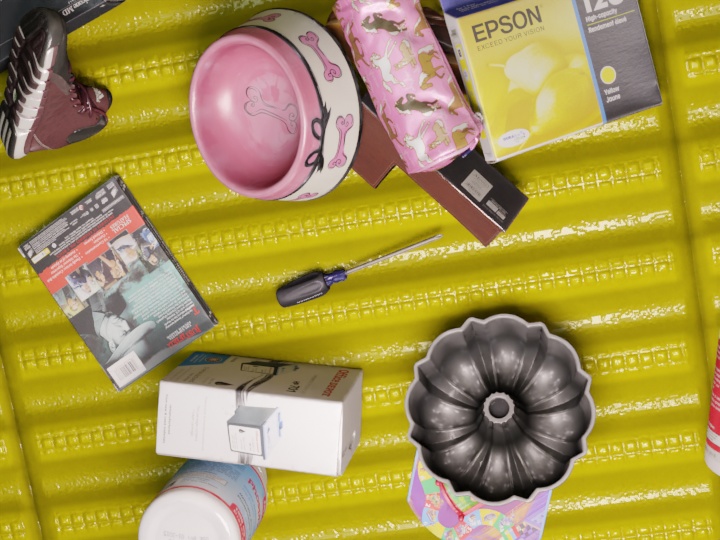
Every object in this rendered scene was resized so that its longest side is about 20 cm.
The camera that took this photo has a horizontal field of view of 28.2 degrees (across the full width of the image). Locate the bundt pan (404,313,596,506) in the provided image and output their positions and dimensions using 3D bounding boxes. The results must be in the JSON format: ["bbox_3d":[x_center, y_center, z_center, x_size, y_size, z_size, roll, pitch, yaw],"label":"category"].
[{"bbox_3d":[0.149,0.153,1.508,0.199,0.076,0.204,-3,71,9],"label":"bundt pan"}]

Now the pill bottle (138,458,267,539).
[{"bbox_3d":[-0.161,0.256,1.542,0.107,0.200,0.110,2,102,9],"label":"pill bottle"}]

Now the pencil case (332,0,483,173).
[{"bbox_3d":[0.047,-0.197,1.400,0.086,0.083,0.202,-26,89,-28],"label":"pencil case"}]

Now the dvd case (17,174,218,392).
[{"bbox_3d":[-0.271,0.016,1.605,0.145,0.022,0.201,-34,93,14],"label":"dvd case"}]

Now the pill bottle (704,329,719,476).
[{"bbox_3d":[0.418,0.111,1.465,0.111,0.112,0.203,5,102,8],"label":"pill bottle"}]

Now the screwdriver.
[{"bbox_3d":[0.000,0.000,1.556,0.198,0.028,0.029,-18,129,11],"label":"screwdriver"}]

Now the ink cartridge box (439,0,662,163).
[{"bbox_3d":[0.189,-0.234,1.430,0.196,0.047,0.202,-20,100,-13],"label":"ink cartridge box"}]

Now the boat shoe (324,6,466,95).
[{"bbox_3d":[0.062,-0.238,1.482,0.198,0.071,0.071,18,66,2],"label":"boat shoe"}]

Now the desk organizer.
[{"bbox_3d":[0.069,-0.102,1.489,0.200,0.072,0.077,42,133,-1],"label":"desk organizer"}]

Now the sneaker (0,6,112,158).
[{"bbox_3d":[-0.310,-0.202,1.514,0.200,0.114,0.076,-56,50,47],"label":"sneaker"}]

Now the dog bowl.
[{"bbox_3d":[-0.095,-0.163,1.468,0.199,0.073,0.203,15,113,37],"label":"dog bowl"}]

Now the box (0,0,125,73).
[{"bbox_3d":[-0.373,-0.304,1.528,0.198,0.079,0.142,-26,94,13],"label":"box"}]

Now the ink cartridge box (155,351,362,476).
[{"bbox_3d":[-0.105,0.152,1.540,0.197,0.146,0.087,4,100,8],"label":"ink cartridge box"}]

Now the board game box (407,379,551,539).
[{"bbox_3d":[0.135,0.221,1.569,0.156,0.039,0.203,12,102,6],"label":"board game box"}]
